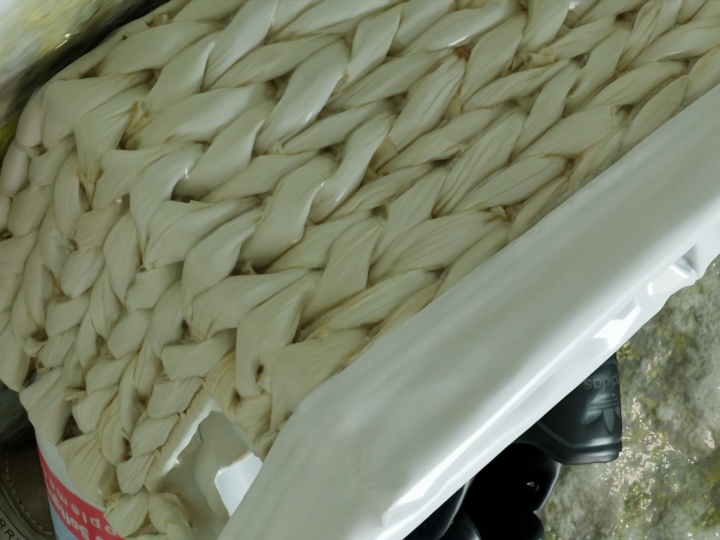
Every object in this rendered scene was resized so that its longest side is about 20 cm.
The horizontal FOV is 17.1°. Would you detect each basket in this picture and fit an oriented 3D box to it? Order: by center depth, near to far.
[{"bbox_3d":[0.011,-0.018,0.591,0.200,0.123,0.136,-39,172,-32],"label":"basket"}]

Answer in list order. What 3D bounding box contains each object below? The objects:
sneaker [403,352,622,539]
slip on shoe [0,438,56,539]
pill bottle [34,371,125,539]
[{"bbox_3d":[0.015,0.069,0.851,0.069,0.100,0.200,-7,162,-46],"label":"sneaker"},{"bbox_3d":[-0.086,0.084,0.888,0.061,0.076,0.200,-43,164,2],"label":"slip on shoe"},{"bbox_3d":[-0.039,0.104,0.772,0.109,0.108,0.201,-37,139,-33],"label":"pill bottle"}]
